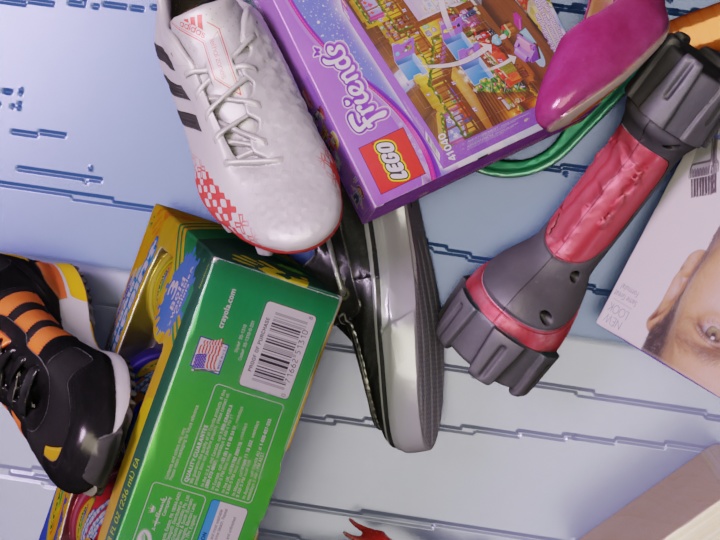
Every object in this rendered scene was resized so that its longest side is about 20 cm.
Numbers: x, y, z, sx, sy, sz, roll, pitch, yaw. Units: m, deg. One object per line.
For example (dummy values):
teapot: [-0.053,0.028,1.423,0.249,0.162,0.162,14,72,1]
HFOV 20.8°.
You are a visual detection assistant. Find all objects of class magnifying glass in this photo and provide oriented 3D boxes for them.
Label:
magnifying glass: [0.134,-0.109,1.053,0.198,0.022,0.080,-20,91,4]

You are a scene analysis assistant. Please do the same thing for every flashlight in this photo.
flashlight: [0.118,-0.030,1.014,0.068,0.068,0.201,23,114,-30]

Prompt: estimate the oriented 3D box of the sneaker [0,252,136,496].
sneaker: [-0.176,0.048,0.992,0.089,0.200,0.071,15,109,-25]

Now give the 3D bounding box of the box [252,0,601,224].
box: [0.019,-0.144,1.018,0.136,0.039,0.201,-24,84,-14]

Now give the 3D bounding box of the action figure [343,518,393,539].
action figure: [0.008,0.176,1.061,0.198,0.052,0.066,3,115,-5]

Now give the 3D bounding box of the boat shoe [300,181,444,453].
boat shoe: [0.000,0.000,1.052,0.070,0.072,0.202,-10,82,12]

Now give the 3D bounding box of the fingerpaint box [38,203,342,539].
fingerpaint box: [-0.094,0.081,1.003,0.073,0.167,0.202,18,96,-18]

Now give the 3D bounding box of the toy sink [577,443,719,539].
toy sink: [0.204,0.210,1.013,0.112,0.130,0.201,-35,91,5]

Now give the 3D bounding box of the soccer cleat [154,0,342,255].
soccer cleat: [-0.064,-0.089,0.991,0.068,0.086,0.201,-20,48,-6]

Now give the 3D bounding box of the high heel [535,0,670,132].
high heel: [0.121,-0.156,0.988,0.096,0.067,0.200,45,60,-6]

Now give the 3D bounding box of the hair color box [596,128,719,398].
hair color box: [0.216,-0.033,1.003,0.064,0.109,0.201,21,97,-39]
